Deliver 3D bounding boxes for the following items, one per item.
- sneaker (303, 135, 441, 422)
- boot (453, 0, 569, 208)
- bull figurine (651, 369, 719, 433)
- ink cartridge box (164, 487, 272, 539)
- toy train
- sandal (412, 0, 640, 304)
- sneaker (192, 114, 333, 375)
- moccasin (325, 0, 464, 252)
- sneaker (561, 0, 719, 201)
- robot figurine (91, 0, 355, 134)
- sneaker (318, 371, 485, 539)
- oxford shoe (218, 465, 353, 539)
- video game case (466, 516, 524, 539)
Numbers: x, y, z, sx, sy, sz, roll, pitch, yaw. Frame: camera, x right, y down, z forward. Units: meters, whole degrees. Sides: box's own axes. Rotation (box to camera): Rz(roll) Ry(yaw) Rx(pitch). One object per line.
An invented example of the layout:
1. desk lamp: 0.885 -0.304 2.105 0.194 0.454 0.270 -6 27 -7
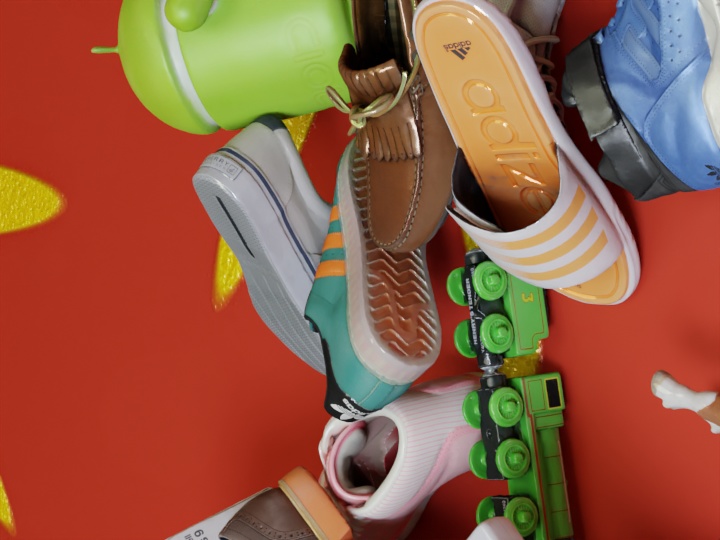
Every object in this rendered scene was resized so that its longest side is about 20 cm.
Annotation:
1. sneaker: 0.000 0.000 0.907 0.080 0.071 0.201 -47 28 36
2. boot: 0.093 -0.112 0.846 0.096 0.073 0.200 55 140 23
3. bull figurine: 0.206 0.094 0.726 0.121 0.065 0.202 -5 89 53
4. ink cartridge box: -0.052 0.257 0.972 0.146 0.084 0.201 53 158 33
5. toy train: 0.090 0.086 0.869 0.042 0.056 0.202 -14 83 60
6. sandal: 0.074 -0.046 0.793 0.079 0.059 0.207 -5 130 41
7. sneaker: -0.035 -0.011 0.964 0.073 0.071 0.201 26 152 38
8. moccasin: 0.017 -0.108 0.823 0.074 0.077 0.203 31 124 50
9. sneaker: 0.142 -0.135 0.770 0.111 0.076 0.202 -17 87 40
10. robot figurine: -0.061 -0.150 0.942 0.198 0.175 0.117 -12 78 16
11. sneaker: 0.001 0.127 0.944 0.200 0.104 0.076 -44 64 43
12. oxford shoe: -0.012 0.203 0.854 0.200 0.073 0.072 50 165 40
13. video game case: 0.071 0.250 0.716 0.200 0.023 0.183 54 128 30
